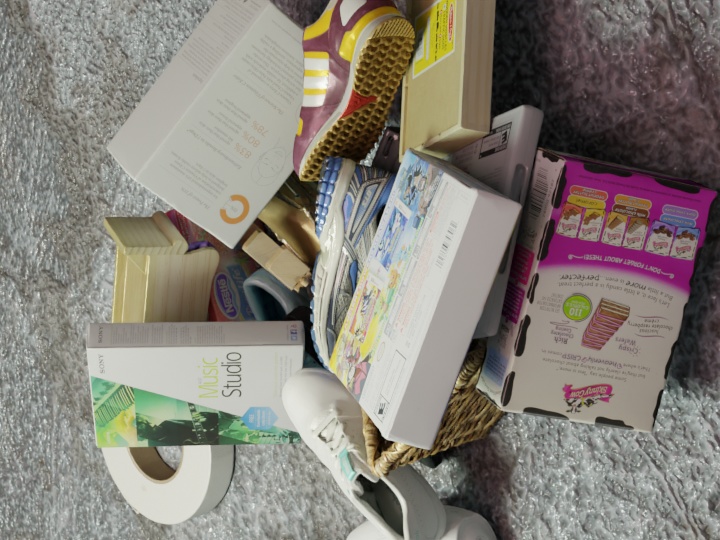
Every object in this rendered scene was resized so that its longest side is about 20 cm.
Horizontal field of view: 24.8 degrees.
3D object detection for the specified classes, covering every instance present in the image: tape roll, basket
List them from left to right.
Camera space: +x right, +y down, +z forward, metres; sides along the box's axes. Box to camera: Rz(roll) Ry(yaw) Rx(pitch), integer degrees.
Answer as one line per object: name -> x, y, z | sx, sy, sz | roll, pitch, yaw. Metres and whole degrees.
tape roll -> -0.217, 0.180, 1.812 | 0.203, 0.037, 0.203 | 13, 109, 43
basket -> 0.070, 0.057, 1.419 | 0.143, 0.149, 0.200 | 55, 132, 21

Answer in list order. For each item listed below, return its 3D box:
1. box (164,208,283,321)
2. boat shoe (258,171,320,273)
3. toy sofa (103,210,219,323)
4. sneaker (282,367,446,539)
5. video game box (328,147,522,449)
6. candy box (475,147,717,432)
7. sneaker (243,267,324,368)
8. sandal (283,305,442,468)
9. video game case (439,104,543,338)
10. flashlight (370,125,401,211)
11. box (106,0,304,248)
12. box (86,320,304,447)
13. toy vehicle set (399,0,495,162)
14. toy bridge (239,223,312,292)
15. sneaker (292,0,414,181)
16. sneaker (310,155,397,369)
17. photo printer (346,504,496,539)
box -> -0.144, 0.032, 1.664 | 0.103, 0.095, 0.200 | -18, 86, 45
boat shoe -> -0.076, -0.061, 1.588 | 0.200, 0.076, 0.072 | 54, 131, 22
toy sofa -> -0.204, 0.048, 1.613 | 0.083, 0.097, 0.200 | -134, 47, -58
sneaker -> -0.003, 0.165, 1.460 | 0.075, 0.088, 0.200 | -46, 75, 14
video game box -> 0.045, 0.017, 1.287 | 0.200, 0.047, 0.182 | -70, 21, 9
candy box -> 0.182, 0.017, 1.277 | 0.061, 0.136, 0.200 | -143, 65, -69
sneaker -> -0.060, 0.088, 1.602 | 0.074, 0.082, 0.200 | -41, 70, 43
sandal -> -0.006, 0.120, 1.541 | 0.200, 0.048, 0.075 | 45, 161, 6
video game case -> 0.079, -0.030, 1.337 | 0.200, 0.023, 0.182 | 165, 120, -68
flashlight -> 0.027, -0.032, 1.505 | 0.068, 0.068, 0.200 | 34, 117, 25
box -> -0.116, -0.144, 1.501 | 0.200, 0.124, 0.097 | -52, 33, 3
box -> -0.153, 0.108, 1.539 | 0.036, 0.200, 0.145 | -94, 5, -45
toy vehicle set -> 0.073, -0.198, 1.371 | 0.124, 0.026, 0.200 | 159, 116, -66
toy bridge -> -0.078, -0.010, 1.544 | 0.027, 0.067, 0.200 | -49, 22, -2
sneaker -> -0.019, -0.169, 1.442 | 0.090, 0.075, 0.200 | 57, 136, 30
sneaker -> 0.000, 0.000, 1.450 | 0.085, 0.077, 0.200 | 4, 113, 1
photo printer -> 0.068, 0.319, 1.534 | 0.166, 0.069, 0.200 | -17, 86, 44
